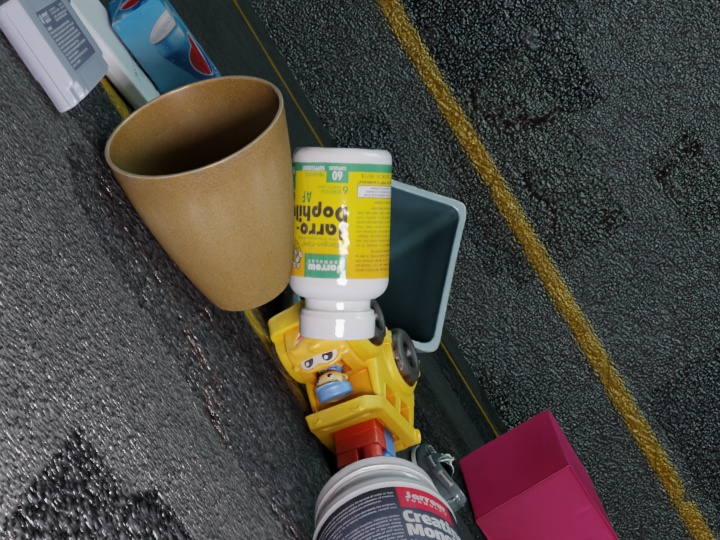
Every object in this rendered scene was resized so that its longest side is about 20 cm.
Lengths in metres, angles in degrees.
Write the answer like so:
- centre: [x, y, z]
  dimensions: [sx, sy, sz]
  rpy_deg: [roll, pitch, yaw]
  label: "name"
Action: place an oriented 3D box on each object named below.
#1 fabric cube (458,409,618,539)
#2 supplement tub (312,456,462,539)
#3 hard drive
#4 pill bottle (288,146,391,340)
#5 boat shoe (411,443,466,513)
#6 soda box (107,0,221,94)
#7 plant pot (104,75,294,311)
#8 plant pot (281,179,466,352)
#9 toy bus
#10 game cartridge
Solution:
- centre: [0.314, 0.410, 2.443]
  dimensions: [0.201, 0.195, 0.200]
  rpy_deg: [56, 7, -22]
  label: "fabric cube"
- centre: [0.031, 0.277, 1.249]
  dimensions: [0.141, 0.139, 0.201]
  rpy_deg: [55, 9, -30]
  label: "supplement tub"
- centre: [-0.302, -0.271, 1.638]
  dimensions: [0.200, 0.026, 0.133]
  rpy_deg: [54, 9, -44]
  label: "hard drive"
- centre: [-0.023, -0.030, 1.495]
  dimensions: [0.113, 0.111, 0.203]
  rpy_deg: [-29, 121, -83]
  label: "pill bottle"
- centre: [0.120, 0.308, 2.050]
  dimensions: [0.073, 0.061, 0.200]
  rpy_deg: [57, 8, -16]
  label: "boat shoe"
- centre: [-0.230, -0.260, 1.716]
  dimensions: [0.201, 0.067, 0.064]
  rpy_deg: [54, 8, -38]
  label: "soda box"
- centre: [-0.139, -0.066, 1.416]
  dimensions: [0.187, 0.184, 0.202]
  rpy_deg: [-111, -178, -56]
  label: "plant pot"
- centre: [0.000, 0.000, 1.790]
  dimensions: [0.193, 0.199, 0.200]
  rpy_deg: [16, -15, -12]
  label: "plant pot"
- centre: [-0.014, 0.149, 1.600]
  dimensions: [0.200, 0.134, 0.194]
  rpy_deg: [49, 28, -47]
  label: "toy bus"
- centre: [-0.313, -0.237, 1.391]
  dimensions: [0.134, 0.041, 0.200]
  rpy_deg: [61, 6, -15]
  label: "game cartridge"
